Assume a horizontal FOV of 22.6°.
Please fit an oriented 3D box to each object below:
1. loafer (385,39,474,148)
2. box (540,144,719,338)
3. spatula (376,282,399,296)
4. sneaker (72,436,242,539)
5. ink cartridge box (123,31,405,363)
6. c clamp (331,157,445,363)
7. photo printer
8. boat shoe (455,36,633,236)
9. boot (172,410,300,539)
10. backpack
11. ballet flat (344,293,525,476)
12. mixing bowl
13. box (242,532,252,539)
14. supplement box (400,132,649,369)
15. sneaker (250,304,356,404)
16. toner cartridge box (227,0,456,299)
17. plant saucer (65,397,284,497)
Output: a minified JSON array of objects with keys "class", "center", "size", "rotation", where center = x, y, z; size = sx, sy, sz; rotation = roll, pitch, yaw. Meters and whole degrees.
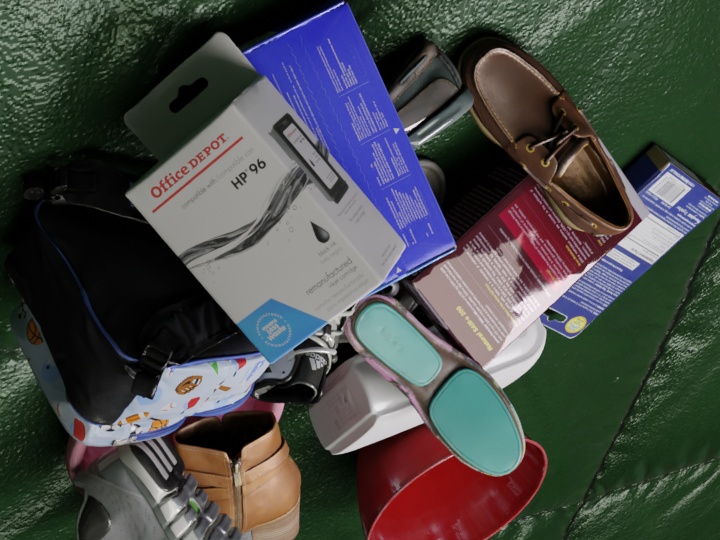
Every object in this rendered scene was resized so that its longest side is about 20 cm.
[{"class":"loafer","center":[-0.008,-0.101,1.369],"size":[0.200,0.072,0.063],"rotation":[-35,107,-14]},{"class":"box","center":[0.237,-0.024,1.697],"size":[0.200,0.032,0.121],"rotation":[-45,144,15]},{"class":"spatula","center":[-0.041,-0.027,1.429],"size":[0.200,0.021,0.057],"rotation":[30,109,-35]},{"class":"sneaker","center":[-0.168,0.234,1.506],"size":[0.115,0.201,0.075],"rotation":[-30,-174,21]},{"class":"ink cartridge box","center":[-0.079,-0.050,1.252],"size":[0.116,0.200,0.068],"rotation":[-37,-172,29]},{"class":"c clamp","center":[0.000,0.000,1.504],"size":[0.170,0.027,0.201],"rotation":[-10,126,-37]},{"class":"photo printer","center":[0.066,0.093,1.631],"size":[0.199,0.070,0.166],"rotation":[-19,169,-23]},{"class":"boat shoe","center":[0.153,-0.105,1.431],"size":[0.072,0.068,0.200],"rotation":[-44,114,-5]},{"class":"boot","center":[-0.146,0.203,1.554],"size":[0.199,0.077,0.156],"rotation":[-15,137,-7]},{"class":"backpack","center":[-0.151,0.034,1.329],"size":[0.190,0.201,0.154],"rotation":[-5,145,-40]},{"class":"ballet flat","center":[0.060,0.089,1.502],"size":[0.200,0.071,0.069],"rotation":[43,89,-13]},{"class":"mixing bowl","center":[0.072,0.190,1.768],"size":[0.199,0.109,0.201],"rotation":[-21,145,-15]},{"class":"box","center":[-0.146,0.338,1.697],"size":[0.106,0.200,0.153],"rotation":[-7,138,-32]},{"class":"supplement box","center":[0.133,-0.026,1.516],"size":[0.200,0.061,0.109],"rotation":[-42,116,-7]},{"class":"sneaker","center":[-0.018,0.036,1.395],"size":[0.075,0.116,0.200],"rotation":[27,126,-36]},{"class":"toner cartridge box","center":[-0.014,-0.085,1.303],"size":[0.095,0.043,0.201],"rotation":[-26,106,-7]},{"class":"plant saucer","center":[-0.163,0.124,1.547],"size":[0.200,0.051,0.201],"rotation":[-22,144,-17]}]
